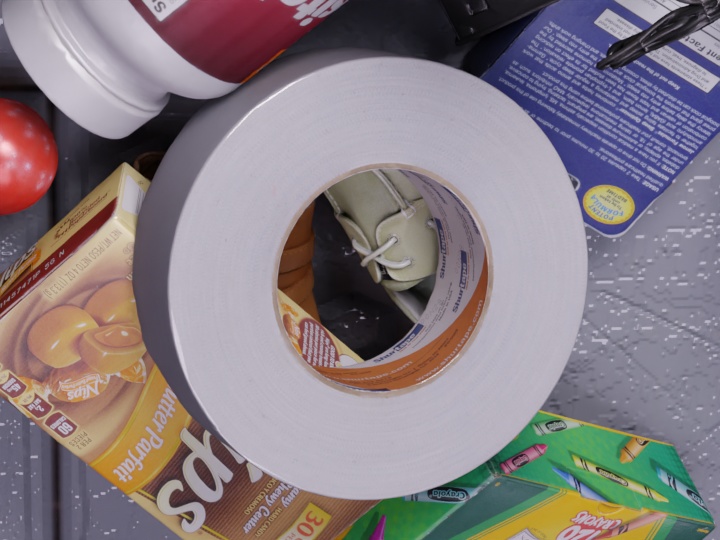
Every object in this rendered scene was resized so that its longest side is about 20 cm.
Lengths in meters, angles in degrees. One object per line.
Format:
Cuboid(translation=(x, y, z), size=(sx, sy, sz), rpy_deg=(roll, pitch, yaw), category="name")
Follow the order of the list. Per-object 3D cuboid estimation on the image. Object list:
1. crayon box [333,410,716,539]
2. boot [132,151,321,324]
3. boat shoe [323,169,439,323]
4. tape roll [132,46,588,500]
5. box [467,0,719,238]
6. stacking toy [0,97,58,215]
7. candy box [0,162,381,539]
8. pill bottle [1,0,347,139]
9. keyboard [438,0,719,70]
Cuboid(translation=(0.078, 0.132, 1.482), size=(0.119, 0.058, 0.200), rpy_deg=(-42, 145, 25), category="crayon box")
Cuboid(translation=(-0.039, 0.022, 1.420), size=(0.200, 0.074, 0.155), rpy_deg=(7, 123, -15), category="boot")
Cuboid(translation=(0.028, -0.020, 1.382), size=(0.072, 0.062, 0.200), rpy_deg=(-5, 141, 44), category="boat shoe")
Cuboid(translation=(0.000, 0.000, 1.300), size=(0.200, 0.066, 0.201), rpy_deg=(-3, 100, -19), category="tape roll")
Cuboid(translation=(0.138, -0.113, 1.354), size=(0.121, 0.032, 0.200), rpy_deg=(29, 119, -26), category="box")
Cuboid(translation=(-0.217, -0.003, 1.343), size=(0.200, 0.085, 0.085), rpy_deg=(-42, 122, 12), category="stacking toy")
Cuboid(translation=(-0.080, 0.055, 1.370), size=(0.200, 0.055, 0.115), rpy_deg=(41, 116, -20), category="candy box")
Cuboid(translation=(-0.057, -0.148, 1.252), size=(0.200, 0.113, 0.113), rpy_deg=(-36, 124, 22), category="pill bottle")
Cuboid(translation=(0.124, -0.154, 1.289), size=(0.200, 0.021, 0.127), rpy_deg=(-23, 99, 24), category="keyboard")
